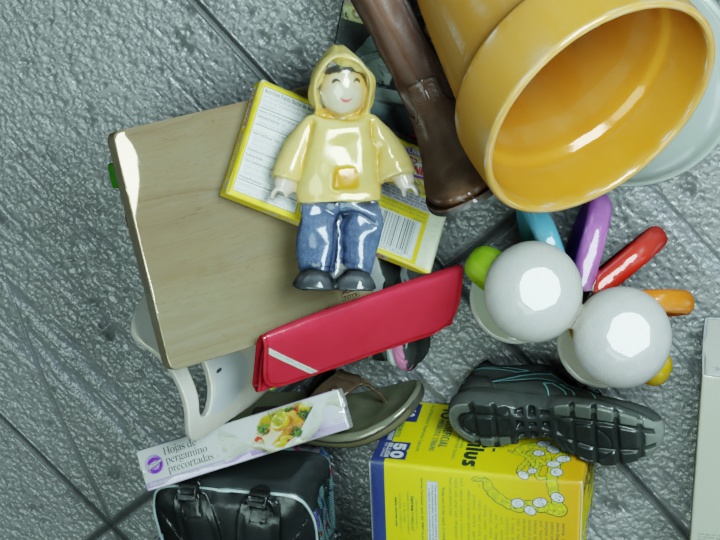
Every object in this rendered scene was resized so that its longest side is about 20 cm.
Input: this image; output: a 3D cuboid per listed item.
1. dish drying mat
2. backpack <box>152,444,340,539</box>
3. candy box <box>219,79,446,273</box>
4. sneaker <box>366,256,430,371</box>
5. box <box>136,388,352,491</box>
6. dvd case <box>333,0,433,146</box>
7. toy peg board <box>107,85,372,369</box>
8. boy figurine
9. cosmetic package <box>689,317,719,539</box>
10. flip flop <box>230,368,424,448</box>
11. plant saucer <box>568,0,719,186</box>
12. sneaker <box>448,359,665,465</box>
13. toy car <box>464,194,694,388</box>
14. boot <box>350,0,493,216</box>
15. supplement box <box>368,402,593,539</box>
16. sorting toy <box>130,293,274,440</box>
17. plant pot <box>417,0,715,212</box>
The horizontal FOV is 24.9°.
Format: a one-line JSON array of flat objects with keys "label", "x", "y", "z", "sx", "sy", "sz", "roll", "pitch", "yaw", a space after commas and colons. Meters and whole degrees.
[{"label": "dish drying mat", "x": 0.000, "y": 0.051, "z": 1.414, "sx": 0.198, "sy": 0.018, "sz": 0.077, "roll": -17, "pitch": 139, "yaw": -23}, {"label": "backpack", "x": -0.104, "y": 0.265, "z": 1.606, "sx": 0.175, "sy": 0.151, "sz": 0.202, "roll": 1, "pitch": 115, "yaw": 15}, {"label": "candy box", "x": -0.015, "y": -0.077, "z": 1.391, "sx": 0.198, "sy": 0.103, "sz": 0.026, "roll": 21, "pitch": 167, "yaw": -21}, {"label": "sneaker", "x": 0.000, "y": 0.000, "z": 1.483, "sx": 0.085, "sy": 0.080, "sz": 0.202, "roll": 2, "pitch": 112, "yaw": 26}, {"label": "box", "x": -0.106, "y": 0.155, "z": 1.504, "sx": 0.198, "sy": 0.041, "sz": 0.039, "roll": -18, "pitch": 85, "yaw": 4}, {"label": "dvd case", "x": 0.051, "y": -0.200, "z": 1.393, "sx": 0.144, "sy": 0.022, "sz": 0.202, "roll": 16, "pitch": 119, "yaw": 7}, {"label": "toy peg board", "x": -0.114, "y": -0.038, "z": 1.413, "sx": 0.098, "sy": 0.198, "sz": 0.201, "roll": -3, "pitch": 102, "yaw": 63}, {"label": "boy figurine", "x": -0.011, "y": -0.084, "z": 1.337, "sx": 0.123, "sy": 0.064, "sz": 0.202, "roll": 4, "pitch": 92, "yaw": -2}, {"label": "cosmetic package", "x": 0.335, "y": 0.155, "z": 1.456, "sx": 0.072, "sy": 0.104, "sz": 0.202, "roll": 5, "pitch": 120, "yaw": 11}, {"label": "flip flop", "x": -0.036, "y": 0.124, "z": 1.558, "sx": 0.198, "sy": 0.081, "sz": 0.058, "roll": -2, "pitch": 119, "yaw": 23}, {"label": "plant saucer", "x": 0.217, "y": -0.155, "z": 1.354, "sx": 0.198, "sy": 0.050, "sz": 0.202, "roll": 6, "pitch": 118, "yaw": 12}, {"label": "sneaker", "x": 0.181, "y": 0.119, "z": 1.480, "sx": 0.198, "sy": 0.080, "sz": 0.076, "roll": 8, "pitch": 131, "yaw": 20}, {"label": "toy car", "x": 0.193, "y": 0.010, "z": 1.402, "sx": 0.199, "sy": 0.175, "sz": 0.151, "roll": 27, "pitch": 87, "yaw": 1}, {"label": "boot", "x": 0.041, "y": -0.157, "z": 1.303, "sx": 0.064, "sy": 0.187, "sz": 0.201, "roll": -24, "pitch": 112, "yaw": 4}, {"label": "supplement box", "x": 0.117, "y": 0.203, "z": 1.537, "sx": 0.198, "sy": 0.109, "sz": 0.111, "roll": 4, "pitch": 118, "yaw": 12}, {"label": "sorting toy", "x": -0.128, "y": 0.054, "z": 1.474, "sx": 0.106, "sy": 0.180, "sz": 0.201, "roll": -8, "pitch": 117, "yaw": 41}, {"label": "plant pot", "x": 0.138, "y": -0.180, "z": 1.248, "sx": 0.201, "sy": 0.199, "sz": 0.184, "roll": -56, "pitch": 50, "yaw": 31}]
